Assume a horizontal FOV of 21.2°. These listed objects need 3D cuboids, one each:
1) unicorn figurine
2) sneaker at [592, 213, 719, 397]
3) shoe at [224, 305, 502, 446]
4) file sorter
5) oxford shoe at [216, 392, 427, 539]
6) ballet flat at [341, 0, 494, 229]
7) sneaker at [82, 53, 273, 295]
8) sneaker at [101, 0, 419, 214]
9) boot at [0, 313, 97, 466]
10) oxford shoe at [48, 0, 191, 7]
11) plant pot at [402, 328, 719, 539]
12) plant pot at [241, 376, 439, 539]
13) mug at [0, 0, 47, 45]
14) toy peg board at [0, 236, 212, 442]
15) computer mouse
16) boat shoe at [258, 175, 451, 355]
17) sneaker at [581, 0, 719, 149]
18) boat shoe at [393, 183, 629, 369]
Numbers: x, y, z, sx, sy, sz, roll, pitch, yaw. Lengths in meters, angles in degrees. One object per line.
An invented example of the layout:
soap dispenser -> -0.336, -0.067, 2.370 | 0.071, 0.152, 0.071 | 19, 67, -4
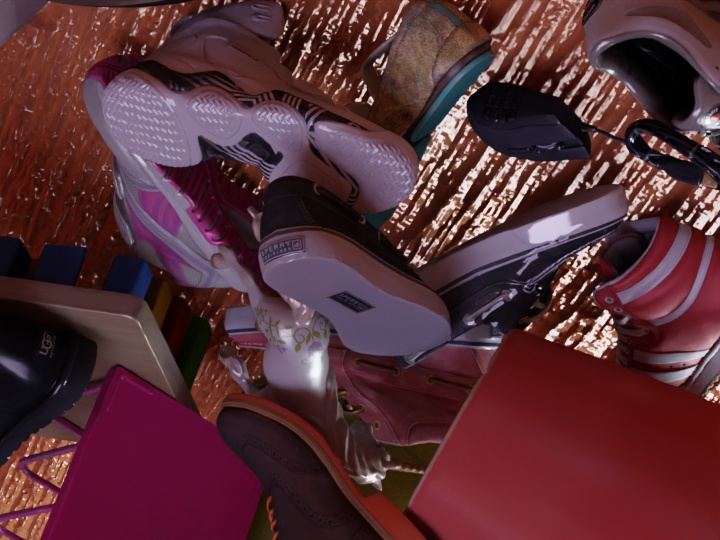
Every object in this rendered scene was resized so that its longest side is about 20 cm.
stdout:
unicorn figurine -> -0.038, 0.062, 1.253 | 0.137, 0.074, 0.200 | 44, 166, 39
sneaker -> 0.180, 0.043, 1.255 | 0.112, 0.071, 0.200 | 26, 128, -8
shoe -> -0.002, 0.073, 1.334 | 0.199, 0.071, 0.091 | 4, 89, 16
file sorter -> -0.178, 0.195, 1.325 | 0.139, 0.201, 0.125 | 35, 148, -27
oxford shoe -> -0.036, 0.148, 1.200 | 0.200, 0.072, 0.071 | 38, 160, 37
ballet flat -> 0.018, -0.095, 1.208 | 0.071, 0.071, 0.200 | 29, 136, -4
sneaker -> -0.135, -0.054, 1.291 | 0.088, 0.081, 0.200 | -13, 124, 30
sneaker -> -0.048, -0.106, 1.179 | 0.199, 0.115, 0.075 | 15, 135, 13
boot -> -0.291, 0.062, 1.281 | 0.168, 0.077, 0.200 | 28, 141, -24
oxford shoe -> -0.109, -0.197, 1.172 | 0.199, 0.071, 0.072 | -5, 101, 27
plant pot -> 0.134, 0.140, 1.191 | 0.177, 0.201, 0.201 | 30, 136, 6
plant pot -> -0.036, 0.209, 1.416 | 0.200, 0.193, 0.201 | 12, 134, 13
mug -> -0.301, -0.175, 1.197 | 0.186, 0.153, 0.150 | 10, 135, 15
toy peg board -> -0.209, 0.034, 1.368 | 0.199, 0.098, 0.199 | 7, 148, 16
computer mouse -> 0.134, -0.072, 1.134 | 0.200, 0.034, 0.059 | 20, 158, 47
boat shoe -> 0.000, 0.000, 1.157 | 0.068, 0.057, 0.200 | -16, 155, 20
sneaker -> 0.213, -0.098, 1.100 | 0.199, 0.089, 0.074 | 25, 135, -2
boat shoe -> 0.093, 0.008, 1.235 | 0.200, 0.072, 0.068 | -27, 93, 27
